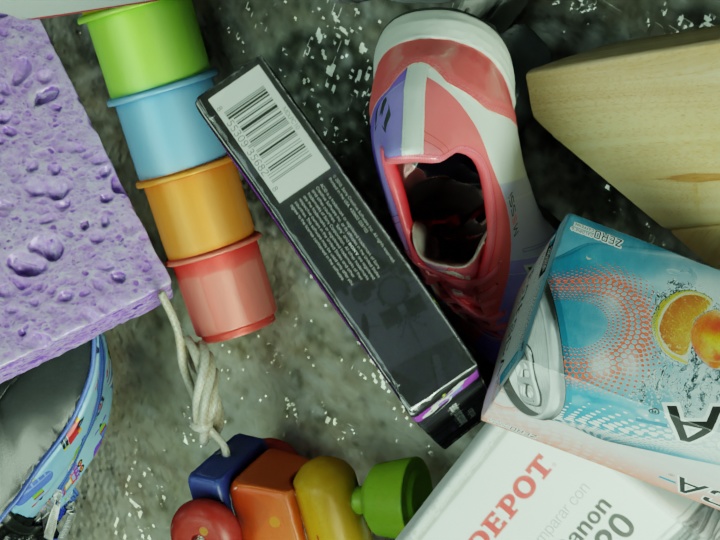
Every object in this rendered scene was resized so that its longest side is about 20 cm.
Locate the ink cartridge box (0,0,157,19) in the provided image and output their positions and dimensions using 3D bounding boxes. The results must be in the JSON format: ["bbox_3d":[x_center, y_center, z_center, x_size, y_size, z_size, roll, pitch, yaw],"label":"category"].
[{"bbox_3d":[-0.108,-0.217,0.915,0.145,0.083,0.200,-6,84,28],"label":"ink cartridge box"}]

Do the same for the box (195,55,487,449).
[{"bbox_3d":[0.000,0.000,0.887,0.036,0.200,0.143,-35,80,-2],"label":"box"}]

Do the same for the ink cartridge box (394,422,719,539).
[{"bbox_3d":[0.114,0.141,0.874,0.200,0.085,0.146,39,120,8],"label":"ink cartridge box"}]

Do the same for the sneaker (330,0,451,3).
[{"bbox_3d":[0.015,-0.187,0.859,0.081,0.088,0.200,24,125,29],"label":"sneaker"}]

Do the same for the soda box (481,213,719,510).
[{"bbox_3d":[0.150,0.052,0.795,0.200,0.064,0.068,20,155,-2],"label":"soda box"}]

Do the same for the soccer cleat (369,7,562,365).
[{"bbox_3d":[0.043,-0.011,0.864,0.068,0.073,0.200,-1,141,17],"label":"soccer cleat"}]

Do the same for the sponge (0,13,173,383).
[{"bbox_3d":[-0.179,-0.051,1.033,0.200,0.111,0.030,62,171,16],"label":"sponge"}]

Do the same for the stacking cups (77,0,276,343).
[{"bbox_3d":[-0.085,-0.067,1.010,0.060,0.060,0.200,-8,104,38],"label":"stacking cups"}]

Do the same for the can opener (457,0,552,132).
[{"bbox_3d":[0.078,-0.125,0.869,0.066,0.053,0.200,46,123,17],"label":"can opener"}]

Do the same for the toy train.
[{"bbox_3d":[-0.020,0.100,0.987,0.116,0.085,0.200,-6,107,26],"label":"toy train"}]

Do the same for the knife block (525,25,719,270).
[{"bbox_3d":[0.181,-0.074,0.801,0.200,0.064,0.176,42,124,20],"label":"knife block"}]

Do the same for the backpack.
[{"bbox_3d":[-0.211,0.067,1.090,0.183,0.135,0.200,37,91,20],"label":"backpack"}]
